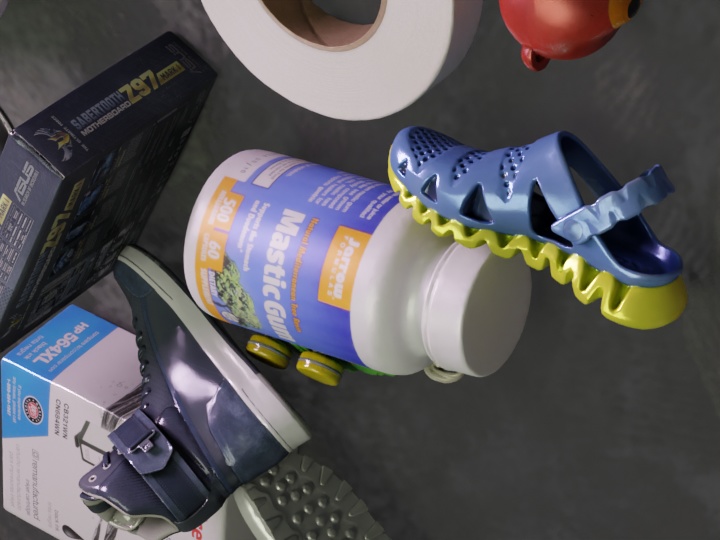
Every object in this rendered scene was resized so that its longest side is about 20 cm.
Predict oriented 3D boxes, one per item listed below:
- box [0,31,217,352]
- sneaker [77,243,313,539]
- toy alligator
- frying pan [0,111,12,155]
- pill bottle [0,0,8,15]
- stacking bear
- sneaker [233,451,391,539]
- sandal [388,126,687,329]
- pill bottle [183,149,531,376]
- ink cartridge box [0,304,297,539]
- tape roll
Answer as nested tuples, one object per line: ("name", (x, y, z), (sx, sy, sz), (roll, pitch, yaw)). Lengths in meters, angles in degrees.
("box", (-0.186, -0.046, 1.769), (0.051, 0.158, 0.200), (40, 136, 11))
("sneaker", (-0.143, 0.085, 1.801), (0.202, 0.146, 0.077), (49, -179, 35))
("toy alligator", (-0.006, 0.047, 1.760), (0.199, 0.060, 0.054), (16, 166, 32))
("frying pan", (-0.316, -0.084, 1.949), (0.189, 0.031, 0.115), (-1, 115, 37))
("pill bottle", (-0.334, -0.212, 1.814), (0.199, 0.114, 0.115), (8, 122, 36))
("stacking bear", (0.105, -0.203, 1.464), (0.113, 0.121, 0.201), (15, 133, 30))
("sneaker", (-0.019, 0.200, 1.834), (0.200, 0.077, 0.080), (45, 146, -14))
("sandal", (0.109, -0.045, 1.592), (0.199, 0.079, 0.087), (24, 120, 19))
("pill bottle", (0.000, 0.000, 1.678), (0.199, 0.112, 0.113), (16, 127, 32))
("ink cartridge box", (-0.150, 0.136, 1.912), (0.199, 0.084, 0.147), (25, 130, 26))
("tape roll", (-0.018, -0.186, 1.624), (0.202, 0.037, 0.204), (21, 129, 29))
